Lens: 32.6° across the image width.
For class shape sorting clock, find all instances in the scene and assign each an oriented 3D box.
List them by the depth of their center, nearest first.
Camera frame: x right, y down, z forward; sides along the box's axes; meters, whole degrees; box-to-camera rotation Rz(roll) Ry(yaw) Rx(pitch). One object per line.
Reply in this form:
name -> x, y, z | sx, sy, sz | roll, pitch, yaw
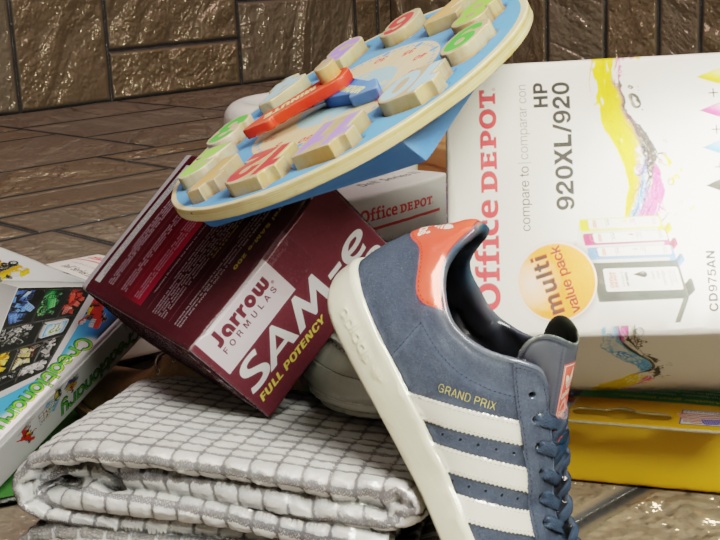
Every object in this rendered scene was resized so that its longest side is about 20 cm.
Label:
shape sorting clock -> -0.008, -0.085, 0.604 | 0.198, 0.039, 0.201 | -28, 24, 13

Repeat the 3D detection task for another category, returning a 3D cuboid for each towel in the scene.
towel -> -0.049, 0.114, 0.606 | 0.197, 0.087, 0.166 | 5, 8, 11

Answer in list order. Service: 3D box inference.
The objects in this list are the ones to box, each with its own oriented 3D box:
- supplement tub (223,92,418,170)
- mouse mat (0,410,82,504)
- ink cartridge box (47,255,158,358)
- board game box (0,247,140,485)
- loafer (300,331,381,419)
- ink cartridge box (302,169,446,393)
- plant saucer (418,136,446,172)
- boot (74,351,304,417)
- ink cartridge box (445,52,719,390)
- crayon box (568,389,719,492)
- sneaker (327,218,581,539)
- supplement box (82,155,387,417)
supplement tub -> -0.026, -0.030, 0.925 | 0.143, 0.203, 0.145 | -2, 14, 1
mouse mat -> -0.243, 0.114, 0.800 | 0.159, 0.008, 0.200 | -9, 14, -23
ink cartridge box -> -0.232, 0.034, 0.944 | 0.198, 0.068, 0.117 | -12, 12, -32
board game box -> -0.240, 0.063, 0.762 | 0.125, 0.035, 0.200 | 20, 38, 15
loafer -> -0.001, 0.032, 0.652 | 0.069, 0.071, 0.200 | 1, 8, -24
ink cartridge box -> 0.000, 0.000, 0.803 | 0.067, 0.203, 0.117 | 9, 18, 39
plant saucer -> 0.037, -0.070, 1.162 | 0.198, 0.201, 0.033 | -6, 51, -12
boot -> -0.113, 0.073, 0.799 | 0.198, 0.076, 0.073 | 6, 18, 35
ink cartridge box -> 0.145, -0.019, 0.657 | 0.197, 0.149, 0.145 | -2, -16, 7
crayon box -> 0.171, 0.082, 0.756 | 0.124, 0.052, 0.200 | 2, 14, 19
sneaker -> 0.067, 0.071, 0.514 | 0.084, 0.201, 0.075 | -30, -1, 19
supplement box -> -0.075, 0.000, 0.680 | 0.109, 0.061, 0.200 | -52, 26, -10
